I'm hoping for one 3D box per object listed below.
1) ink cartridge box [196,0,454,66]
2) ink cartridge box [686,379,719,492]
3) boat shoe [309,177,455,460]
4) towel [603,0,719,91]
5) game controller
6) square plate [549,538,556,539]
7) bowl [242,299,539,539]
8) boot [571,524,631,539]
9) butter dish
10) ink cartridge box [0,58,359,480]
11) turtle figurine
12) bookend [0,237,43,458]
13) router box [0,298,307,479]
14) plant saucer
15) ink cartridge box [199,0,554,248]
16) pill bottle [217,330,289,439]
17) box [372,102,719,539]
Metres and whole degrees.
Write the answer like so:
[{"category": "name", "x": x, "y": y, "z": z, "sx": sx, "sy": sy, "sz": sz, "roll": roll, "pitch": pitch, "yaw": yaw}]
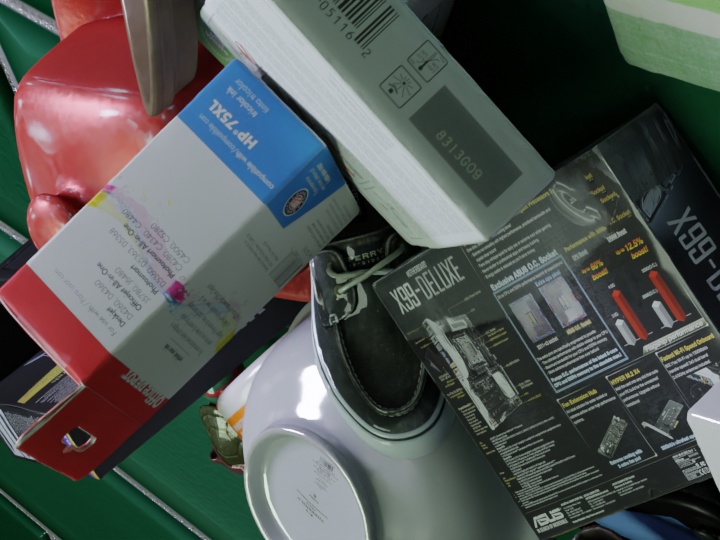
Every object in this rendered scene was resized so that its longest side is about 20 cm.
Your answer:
[{"category": "ink cartridge box", "x": -0.017, "y": -0.145, "z": 1.036, "sx": 0.117, "sy": 0.067, "sz": 0.200, "roll": 45, "pitch": 158, "yaw": 11}, {"category": "ink cartridge box", "x": 0.232, "y": 0.077, "z": 0.825, "sx": 0.200, "sy": 0.128, "sz": 0.126, "roll": 15, "pitch": 139, "yaw": 55}, {"category": "boat shoe", "x": 0.000, "y": 0.000, "z": 1.133, "sx": 0.071, "sy": 0.072, "sz": 0.201, "roll": 76, "pitch": 178, "yaw": -62}, {"category": "towel", "x": 0.125, "y": -0.149, "z": 0.818, "sx": 0.152, "sy": 0.023, "sz": 0.201, "roll": 24, "pitch": 148, "yaw": 50}, {"category": "game controller", "x": 0.160, "y": 0.133, "z": 1.149, "sx": 0.104, "sy": 0.042, "sz": 0.200, "roll": 41, "pitch": 163, "yaw": -20}, {"category": "square plate", "x": 0.178, "y": 0.241, "z": 1.205, "sx": 0.198, "sy": 0.028, "sz": 0.200, "roll": 45, "pitch": -174, "yaw": -35}, {"category": "bowl", "x": -0.001, "y": 0.114, "z": 1.199, "sx": 0.200, "sy": 0.090, "sz": 0.202, "roll": 23, "pitch": 126, "yaw": 36}, {"category": "boot", "x": 0.205, "y": 0.211, "z": 1.098, "sx": 0.166, "sy": 0.073, "sz": 0.200, "roll": 33, "pitch": -179, "yaw": -41}, {"category": "butter dish", "x": -0.128, "y": -0.052, "z": 1.239, "sx": 0.199, "sy": 0.148, "sz": 0.201, "roll": 11, "pitch": 126, "yaw": 40}, {"category": "ink cartridge box", "x": -0.099, "y": 0.004, "z": 1.052, "sx": 0.067, "sy": 0.200, "sz": 0.116, "roll": 45, "pitch": 176, "yaw": 16}, {"category": "turtle figurine", "x": -0.063, "y": 0.099, "z": 1.491, "sx": 0.149, "sy": 0.101, "sz": 0.201, "roll": 29, "pitch": 156, "yaw": 43}, {"category": "bookend", "x": -0.227, "y": 0.028, "z": 1.549, "sx": 0.092, "sy": 0.199, "sz": 0.200, "roll": 54, "pitch": 159, "yaw": -16}, {"category": "router box", "x": -0.134, "y": 0.048, "z": 1.398, "sx": 0.052, "sy": 0.200, "sz": 0.157, "roll": 57, "pitch": 158, "yaw": -16}, {"category": "plant saucer", "x": -0.110, "y": -0.180, "z": 1.104, "sx": 0.200, "sy": 0.029, "sz": 0.202, "roll": 171, "pitch": 90, "yaw": -81}, {"category": "ink cartridge box", "x": 0.001, "y": -0.083, "z": 0.987, "sx": 0.160, "sy": 0.047, "sz": 0.200, "roll": 47, "pitch": 174, "yaw": -5}, {"category": "pill bottle", "x": 0.013, "y": 0.122, "z": 1.345, "sx": 0.200, "sy": 0.113, "sz": 0.113, "roll": 49, "pitch": 158, "yaw": 3}, {"category": "box", "x": 0.110, "y": 0.031, "z": 1.021, "sx": 0.158, "sy": 0.050, "sz": 0.200, "roll": 56, "pitch": 144, "yaw": 0}]
